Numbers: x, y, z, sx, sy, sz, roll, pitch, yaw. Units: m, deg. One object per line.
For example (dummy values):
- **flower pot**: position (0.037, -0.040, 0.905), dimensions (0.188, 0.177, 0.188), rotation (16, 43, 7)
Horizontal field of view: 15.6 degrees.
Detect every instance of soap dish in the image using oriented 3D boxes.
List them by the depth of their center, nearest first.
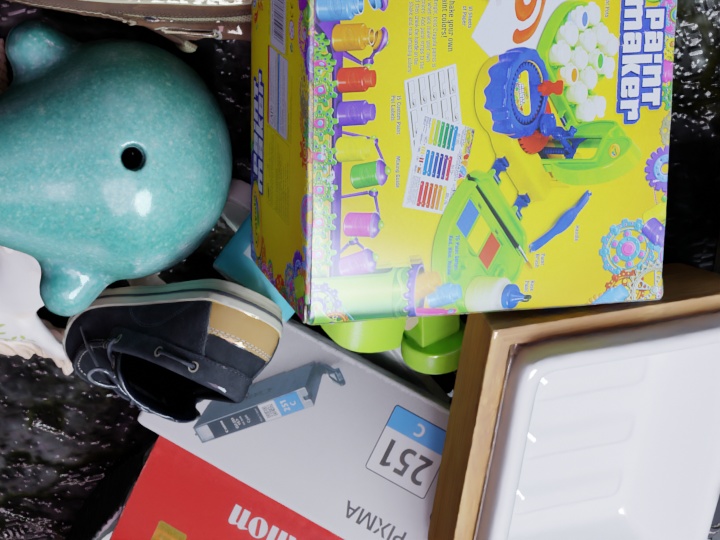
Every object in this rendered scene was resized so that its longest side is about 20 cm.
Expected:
- **soap dish**: position (0.117, 0.090, 1.397), dimensions (0.156, 0.081, 0.201), rotation (-9, 129, -24)

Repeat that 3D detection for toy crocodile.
- **toy crocodile**: position (0.069, -0.001, 1.467), dimensions (0.199, 0.062, 0.068), rotation (-23, 133, -22)

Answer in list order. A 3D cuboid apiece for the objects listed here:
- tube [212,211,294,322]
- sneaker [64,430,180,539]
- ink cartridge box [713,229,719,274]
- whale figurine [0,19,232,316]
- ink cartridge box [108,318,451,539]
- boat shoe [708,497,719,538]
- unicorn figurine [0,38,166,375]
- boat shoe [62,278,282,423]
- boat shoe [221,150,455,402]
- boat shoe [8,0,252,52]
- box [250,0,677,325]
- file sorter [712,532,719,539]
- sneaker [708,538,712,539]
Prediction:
- **tube**: position (0.001, -0.065, 1.422), dimensions (0.077, 0.050, 0.200), rotation (41, 85, -29)
- **sneaker**: position (-0.114, 0.151, 1.618), dimensions (0.088, 0.074, 0.200), rotation (35, 122, -18)
- **ink cartridge box**: position (0.265, -0.029, 1.423), dimensions (0.124, 0.129, 0.201), rotation (4, 128, 1)
- **whale figurine**: position (-0.164, -0.054, 1.398), dimensions (0.199, 0.104, 0.160), rotation (-7, 93, -15)
- **ink cartridge box**: position (-0.039, 0.128, 1.505), dimensions (0.199, 0.045, 0.177), rotation (27, 93, 19)
- **boat shoe**: position (0.180, 0.082, 1.499), dimensions (0.062, 0.073, 0.201), rotation (2, 132, 37)
- **unicorn figurine**: position (-0.178, -0.011, 1.503), dimensions (0.137, 0.074, 0.201), rotation (19, 123, -15)
- **boat shoe**: position (-0.111, 0.049, 1.440), dimensions (0.074, 0.063, 0.200), rotation (26, 161, -28)
- **boat shoe**: position (0.000, 0.000, 1.502), dimensions (0.060, 0.075, 0.200), rotation (-52, 125, -15)
- **boat shoe**: position (-0.100, -0.146, 1.399), dimensions (0.201, 0.075, 0.075), rotation (2, 133, 2)
- **box**: position (0.049, -0.091, 1.329), dimensions (0.191, 0.122, 0.202), rotation (-3, 107, -16)
- **file sorter**: position (0.219, 0.250, 1.630), dimensions (0.199, 0.139, 0.125), rotation (-21, 126, 19)
- **sneaker**: position (0.114, 0.159, 1.591), dimensions (0.198, 0.071, 0.081), rotation (-4, 83, 6)
